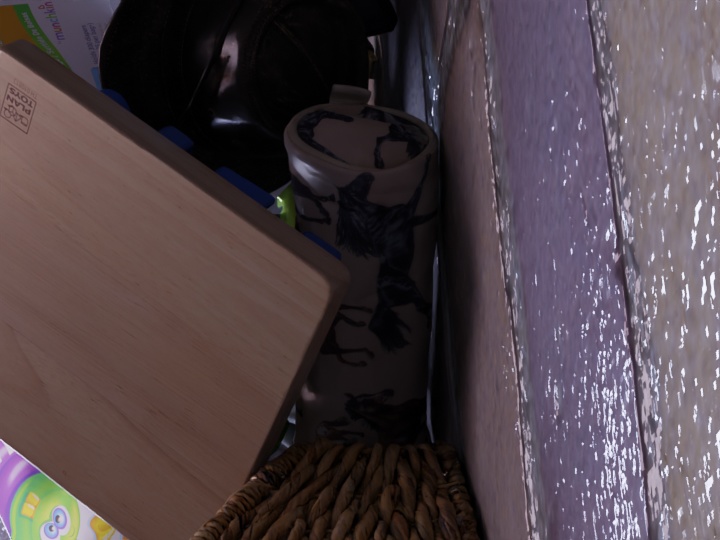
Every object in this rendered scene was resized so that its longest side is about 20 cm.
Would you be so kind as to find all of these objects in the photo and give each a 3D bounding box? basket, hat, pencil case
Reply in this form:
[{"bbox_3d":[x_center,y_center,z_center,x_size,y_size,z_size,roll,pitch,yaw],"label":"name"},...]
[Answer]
[{"bbox_3d":[-0.022,0.185,0.883,0.143,0.147,0.202,-103,11,-63],"label":"basket"},{"bbox_3d":[-0.041,-0.107,0.949,0.200,0.080,0.202,-34,-44,-41],"label":"hat"},{"bbox_3d":[0.000,0.011,0.937,0.090,0.077,0.202,-124,30,-59],"label":"pencil case"}]

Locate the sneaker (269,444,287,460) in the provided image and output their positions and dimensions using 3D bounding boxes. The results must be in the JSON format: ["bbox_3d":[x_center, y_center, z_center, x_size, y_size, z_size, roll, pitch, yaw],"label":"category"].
[{"bbox_3d":[-0.061,0.162,1.301,0.200,0.095,0.080,50,-127,-52],"label":"sneaker"}]

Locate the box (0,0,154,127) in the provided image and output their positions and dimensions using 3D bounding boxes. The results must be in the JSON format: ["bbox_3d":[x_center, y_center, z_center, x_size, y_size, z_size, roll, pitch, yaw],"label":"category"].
[{"bbox_3d":[-0.181,-0.041,1.031,0.201,0.100,0.113,99,154,-43],"label":"box"}]

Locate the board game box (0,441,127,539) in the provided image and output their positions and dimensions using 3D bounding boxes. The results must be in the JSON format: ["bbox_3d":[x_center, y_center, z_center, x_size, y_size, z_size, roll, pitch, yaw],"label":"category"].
[{"bbox_3d":[-0.115,0.158,1.020,0.105,0.103,0.201,24,-152,-57],"label":"board game box"}]

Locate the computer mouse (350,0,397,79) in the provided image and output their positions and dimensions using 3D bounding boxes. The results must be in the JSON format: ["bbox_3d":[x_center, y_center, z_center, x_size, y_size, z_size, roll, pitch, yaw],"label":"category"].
[{"bbox_3d":[-0.024,-0.162,1.126,0.141,0.046,0.200,58,175,-35],"label":"computer mouse"}]

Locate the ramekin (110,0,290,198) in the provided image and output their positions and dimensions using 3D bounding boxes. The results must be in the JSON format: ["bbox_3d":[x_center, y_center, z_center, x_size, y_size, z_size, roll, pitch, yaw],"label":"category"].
[{"bbox_3d":[-0.106,-0.121,1.096,0.200,0.104,0.202,171,90,-72],"label":"ramekin"}]

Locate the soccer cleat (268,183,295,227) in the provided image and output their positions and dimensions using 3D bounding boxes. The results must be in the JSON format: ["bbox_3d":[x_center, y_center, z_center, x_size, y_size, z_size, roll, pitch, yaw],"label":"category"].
[{"bbox_3d":[-0.025,-0.045,1.175,0.065,0.083,0.202,140,134,-63],"label":"soccer cleat"}]

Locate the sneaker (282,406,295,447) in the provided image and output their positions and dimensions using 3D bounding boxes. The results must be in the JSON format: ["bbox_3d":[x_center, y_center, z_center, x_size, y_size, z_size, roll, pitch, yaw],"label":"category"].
[{"bbox_3d":[-0.017,0.158,1.073,0.078,0.098,0.201,94,171,-53],"label":"sneaker"}]

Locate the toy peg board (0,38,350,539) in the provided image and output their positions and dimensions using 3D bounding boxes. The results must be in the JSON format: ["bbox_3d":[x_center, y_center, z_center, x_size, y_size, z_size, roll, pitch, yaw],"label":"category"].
[{"bbox_3d":[-0.102,0.010,0.904,0.098,0.199,0.200,-36,-24,-54],"label":"toy peg board"}]
